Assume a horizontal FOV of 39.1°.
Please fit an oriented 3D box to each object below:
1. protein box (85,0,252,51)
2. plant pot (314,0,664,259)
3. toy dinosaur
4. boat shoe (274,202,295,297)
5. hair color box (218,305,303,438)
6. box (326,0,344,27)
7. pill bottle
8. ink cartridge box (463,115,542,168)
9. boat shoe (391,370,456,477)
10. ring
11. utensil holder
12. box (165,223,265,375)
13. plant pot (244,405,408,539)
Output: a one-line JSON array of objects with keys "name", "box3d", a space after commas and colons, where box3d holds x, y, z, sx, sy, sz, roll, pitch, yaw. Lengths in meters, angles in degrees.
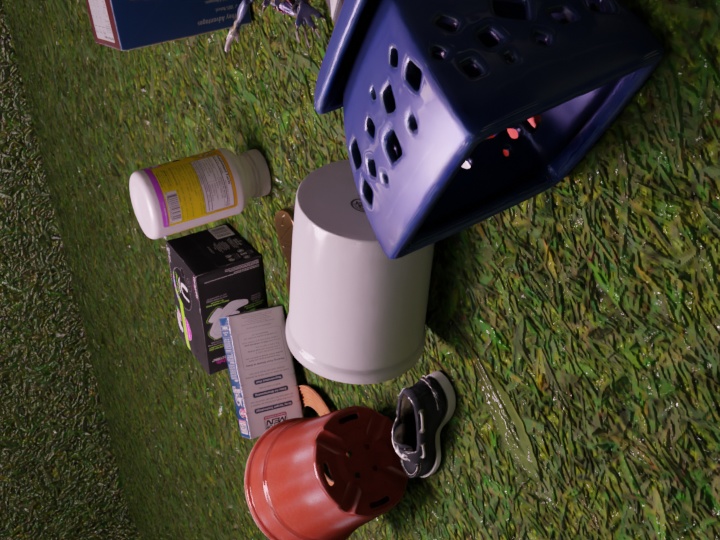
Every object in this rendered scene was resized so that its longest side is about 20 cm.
[{"name": "protein box", "box3d": [-0.278, -0.427, 1.397, 0.135, 0.197, 0.202, 29, 133, 56]}, {"name": "plant pot", "box3d": [0.083, -0.155, 0.813, 0.181, 0.199, 0.200, 58, 154, 15]}, {"name": "toy dinosaur", "box3d": [-0.085, -0.335, 1.192, 0.182, 0.104, 0.201, -106, 32, -57]}, {"name": "boat shoe", "box3d": [-0.069, -0.006, 1.442, 0.073, 0.063, 0.202, 19, 131, 46]}, {"name": "hair color box", "box3d": [-0.163, 0.166, 1.668, 0.060, 0.099, 0.202, -11, 89, 66]}, {"name": "box", "box3d": [-0.011, -0.365, 1.015, 0.158, 0.049, 0.202, 116, 142, -57]}, {"name": "pill bottle", "box3d": [-0.239, -0.123, 1.530, 0.104, 0.198, 0.105, 44, 144, 45]}, {"name": "ink cartridge box", "box3d": [0.084, -0.175, 1.003, 0.201, 0.043, 0.174, 64, 156, 17]}, {"name": "boat shoe", "box3d": [0.067, 0.203, 1.283, 0.076, 0.060, 0.201, 51, 149, 37]}, {"name": "ring", "box3d": [-0.059, 0.281, 1.658, 0.200, 0.019, 0.202, 46, 146, 45]}, {"name": "utensil holder", "box3d": [0.000, 0.000, 1.154, 0.170, 0.169, 0.201, 48, 146, 40]}, {"name": "box", "box3d": [-0.247, 0.048, 1.762, 0.148, 0.123, 0.202, 40, 140, 49]}, {"name": "plant pot", "box3d": [-0.037, 0.286, 1.428, 0.195, 0.199, 0.202, -36, 74, 56]}]
